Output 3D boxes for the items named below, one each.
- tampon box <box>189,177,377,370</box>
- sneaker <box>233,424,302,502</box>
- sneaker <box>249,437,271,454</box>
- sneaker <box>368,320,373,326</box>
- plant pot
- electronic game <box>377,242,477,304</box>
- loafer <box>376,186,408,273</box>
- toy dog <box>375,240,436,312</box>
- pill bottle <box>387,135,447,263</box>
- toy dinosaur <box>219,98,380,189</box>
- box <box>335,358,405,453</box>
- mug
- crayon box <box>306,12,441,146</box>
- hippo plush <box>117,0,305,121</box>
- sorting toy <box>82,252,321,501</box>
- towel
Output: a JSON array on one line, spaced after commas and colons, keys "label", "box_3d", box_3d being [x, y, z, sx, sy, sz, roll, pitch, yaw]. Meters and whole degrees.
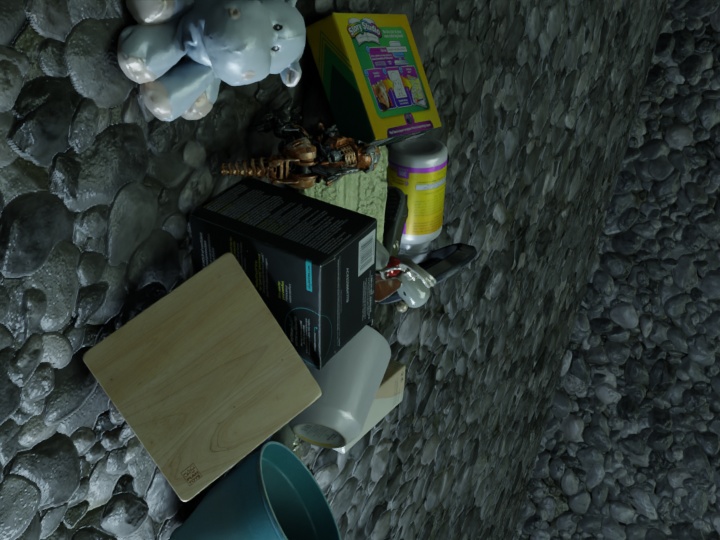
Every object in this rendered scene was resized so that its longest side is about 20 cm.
[{"label": "tampon box", "box_3d": [-0.094, -0.002, 1.041, 0.126, 0.197, 0.152, -39, 140, -45]}, {"label": "sneaker", "box_3d": [-0.114, 0.260, 1.281, 0.203, 0.091, 0.076, -67, 152, -11]}, {"label": "sneaker", "box_3d": [-0.182, 0.216, 1.152, 0.199, 0.074, 0.080, -30, 128, -55]}, {"label": "sneaker", "box_3d": [-0.019, 0.102, 1.369, 0.077, 0.083, 0.201, -56, 149, -25]}, {"label": "plant pot", "box_3d": [-0.152, 0.372, 1.143, 0.186, 0.202, 0.200, -33, 153, 10]}, {"label": "electronic game", "box_3d": [0.113, 0.006, 1.463, 0.199, 0.198, 0.042, -35, 100, -49]}, {"label": "loafer", "box_3d": [0.032, -0.025, 1.287, 0.069, 0.074, 0.203, 34, 77, -58]}, {"label": "toy dog", "box_3d": [0.000, 0.000, 1.140, 0.097, 0.199, 0.132, -52, 178, -4]}, {"label": "pill bottle", "box_3d": [0.091, -0.117, 1.418, 0.104, 0.103, 0.203, -37, 137, -47]}, {"label": "toy dinosaur", "box_3d": [-0.075, -0.145, 1.036, 0.197, 0.136, 0.104, 10, 110, -37]}, {"label": "box", "box_3d": [-0.010, 0.223, 1.453, 0.199, 0.094, 0.079, -33, 134, -52]}, {"label": "mug", "box_3d": [-0.035, 0.180, 1.225, 0.187, 0.147, 0.155, 58, 37, -46]}, {"label": "crayon box", "box_3d": [0.023, -0.266, 1.169, 0.199, 0.058, 0.175, -23, 95, -55]}, {"label": "hippo plush", "box_3d": [-0.135, -0.225, 0.871, 0.199, 0.159, 0.162, -29, 131, -52]}, {"label": "sorting toy", "box_3d": [-0.181, 0.119, 0.968, 0.199, 0.069, 0.201, -36, 99, -16]}, {"label": "towel", "box_3d": [-0.029, -0.092, 1.195, 0.146, 0.036, 0.204, -3, 100, -26]}]
